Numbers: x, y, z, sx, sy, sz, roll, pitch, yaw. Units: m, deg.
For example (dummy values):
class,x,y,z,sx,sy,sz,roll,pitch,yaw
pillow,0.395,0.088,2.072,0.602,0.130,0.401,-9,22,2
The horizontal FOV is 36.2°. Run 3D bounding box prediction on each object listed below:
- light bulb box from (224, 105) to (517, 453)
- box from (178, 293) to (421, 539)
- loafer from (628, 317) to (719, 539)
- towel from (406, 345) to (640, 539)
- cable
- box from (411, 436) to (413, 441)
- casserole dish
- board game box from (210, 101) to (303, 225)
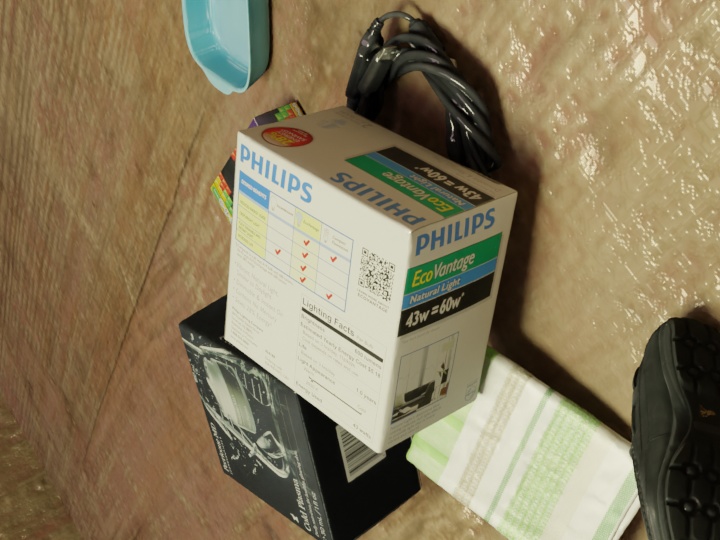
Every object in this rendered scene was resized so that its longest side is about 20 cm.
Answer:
class,x,y,z,sx,sy,sz,roll,pitch,yaw
light bulb box,0.000,0.000,0.891,0.198,0.125,0.201,32,128,35
box,-0.059,0.136,1.097,0.196,0.124,0.201,24,135,46
loafer,0.213,0.125,0.727,0.068,0.201,0.070,16,141,-7
towel,0.141,0.159,0.931,0.200,0.031,0.150,36,121,25
cable,0.047,-0.107,0.928,0.163,0.051,0.200,45,142,20
box,0.095,0.150,1.042,0.200,0.041,0.039,-27,89,59
casserole dish,-0.131,-0.270,1.081,0.121,0.039,0.201,38,140,37
board game box,-0.065,-0.044,1.130,0.200,0.057,0.165,59,151,8
